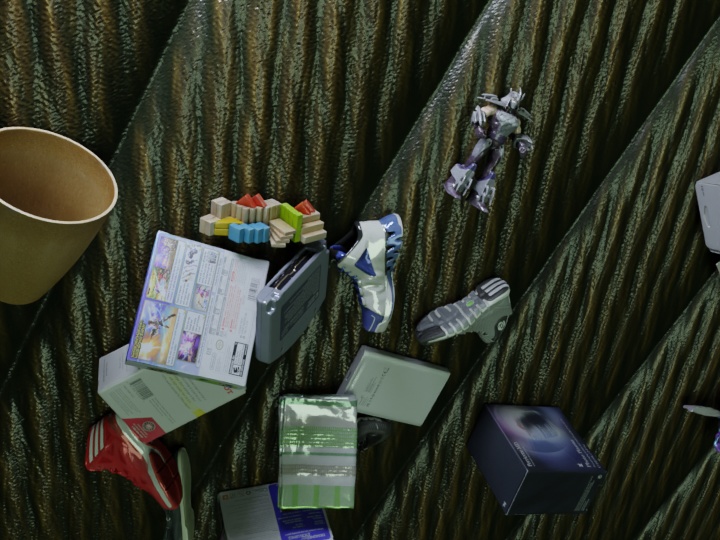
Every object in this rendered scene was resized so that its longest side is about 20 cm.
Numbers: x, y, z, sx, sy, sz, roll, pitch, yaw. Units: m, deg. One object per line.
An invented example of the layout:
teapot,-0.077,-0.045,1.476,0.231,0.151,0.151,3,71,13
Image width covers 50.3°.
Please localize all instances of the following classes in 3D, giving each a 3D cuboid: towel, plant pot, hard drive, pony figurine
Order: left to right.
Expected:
plant pot,-0.451,-0.056,1.047,0.183,0.188,0.201,15,128,-26
towel,-0.078,0.329,1.394,0.146,0.031,0.205,2,82,-5
hard drive,0.061,0.223,1.469,0.197,0.027,0.134,18,111,-27
pony figurine,0.866,0.329,1.766,0.192,0.166,0.202,33,89,-40

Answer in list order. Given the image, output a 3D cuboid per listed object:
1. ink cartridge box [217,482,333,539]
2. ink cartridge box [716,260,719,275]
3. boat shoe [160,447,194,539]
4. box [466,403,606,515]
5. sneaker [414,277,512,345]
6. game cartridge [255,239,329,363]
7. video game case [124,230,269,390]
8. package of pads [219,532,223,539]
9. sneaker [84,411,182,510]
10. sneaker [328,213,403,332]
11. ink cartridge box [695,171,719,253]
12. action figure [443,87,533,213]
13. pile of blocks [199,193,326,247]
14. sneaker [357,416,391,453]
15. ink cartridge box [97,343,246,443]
ink cartridge box,-0.158,0.484,1.434,0.194,0.201,0.044,-4,121,-17
ink cartridge box,0.822,-0.011,1.601,0.175,0.045,0.201,-37,124,1
boat shoe,-0.345,0.418,1.405,0.065,0.075,0.203,1,112,1
box,0.354,0.382,1.562,0.195,0.201,0.125,6,118,-23
sneaker,0.203,0.110,1.428,0.198,0.075,0.117,-29,127,-3
game cartridge,-0.109,0.051,1.222,0.040,0.200,0.135,15,125,19
video game case,-0.245,0.062,1.166,0.178,0.045,0.204,16,69,-19
package of pads,-0.185,0.541,1.532,0.196,0.076,0.122,8,119,-24
sneaker,-0.397,0.338,1.325,0.114,0.078,0.203,-27,94,10
sneaker,0.000,-0.001,1.294,0.113,0.081,0.203,0,112,-16
ink cartridge box,0.758,-0.132,1.463,0.197,0.085,0.147,-21,104,-6
action figure,0.218,-0.204,1.257,0.128,0.070,0.203,18,108,-22
pile of blocks,-0.147,-0.082,1.183,0.196,0.082,0.063,-2,120,-19
sneaker,-0.027,0.335,1.462,0.196,0.091,0.068,-4,121,-18
ink cartridge box,-0.306,0.173,1.259,0.197,0.084,0.146,-26,127,1
